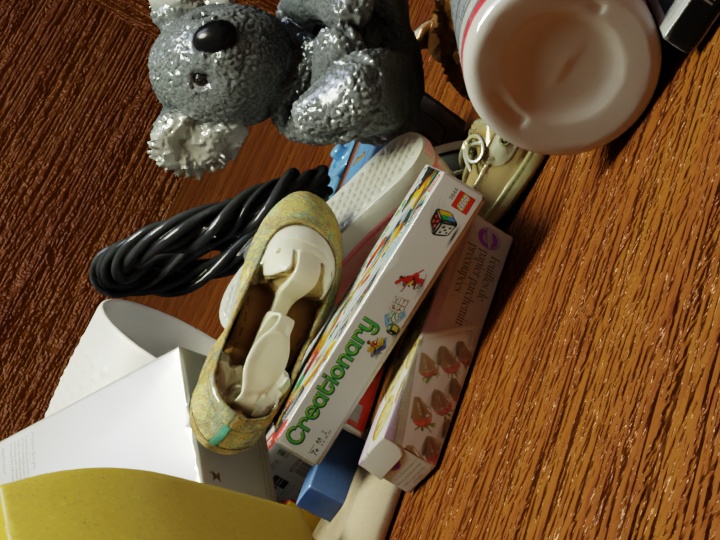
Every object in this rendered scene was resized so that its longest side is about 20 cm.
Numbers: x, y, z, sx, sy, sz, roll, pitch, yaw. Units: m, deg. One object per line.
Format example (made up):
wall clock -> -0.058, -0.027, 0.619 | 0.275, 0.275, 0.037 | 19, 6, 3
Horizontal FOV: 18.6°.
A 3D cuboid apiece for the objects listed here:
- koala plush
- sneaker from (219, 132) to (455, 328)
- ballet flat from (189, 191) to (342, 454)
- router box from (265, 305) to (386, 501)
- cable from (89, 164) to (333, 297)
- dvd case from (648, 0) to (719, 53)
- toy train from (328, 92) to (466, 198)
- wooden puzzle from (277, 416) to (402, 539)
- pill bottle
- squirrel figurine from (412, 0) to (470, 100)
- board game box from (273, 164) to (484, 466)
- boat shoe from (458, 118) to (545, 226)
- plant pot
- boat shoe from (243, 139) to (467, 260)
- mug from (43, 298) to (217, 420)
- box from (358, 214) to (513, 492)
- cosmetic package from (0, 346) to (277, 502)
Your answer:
koala plush -> -0.065, -0.151, 1.607 | 0.184, 0.199, 0.178 | 40, -137, -71
sneaker -> 0.000, 0.000, 1.564 | 0.200, 0.105, 0.075 | -40, 33, 12
ballet flat -> -0.053, 0.028, 1.448 | 0.201, 0.070, 0.071 | -67, 11, -25
router box -> -0.043, 0.105, 1.677 | 0.200, 0.049, 0.180 | -52, 13, 41
cable -> -0.111, -0.023, 1.664 | 0.199, 0.051, 0.163 | -21, -4, -1
dvd case -> 0.224, -0.223, 1.335 | 0.151, 0.025, 0.200 | -57, 11, 18
toy train -> 0.012, -0.057, 1.775 | 0.114, 0.086, 0.201 | -41, 20, 47
wooden puzzle -> -0.038, 0.183, 1.430 | 0.200, 0.046, 0.186 | -49, 14, 48
pill bottle -> 0.116, -0.165, 1.377 | 0.120, 0.119, 0.200 | -56, 17, 22
squirrel figurine -> 0.095, -0.207, 1.642 | 0.187, 0.141, 0.200 | -60, 5, 43
board game box -> 0.009, 0.025, 1.423 | 0.201, 0.035, 0.126 | -58, 5, 2
boat shoe -> 0.105, -0.114, 1.510 | 0.201, 0.063, 0.073 | -60, 9, 1
plant pot -> -0.144, 0.226, 1.258 | 0.195, 0.199, 0.196 | -57, 25, 15
boat shoe -> 0.013, -0.031, 1.634 | 0.199, 0.062, 0.073 | -27, -16, -3
mug -> -0.166, 0.143, 1.655 | 0.176, 0.147, 0.200 | -61, 25, 10
box -> 0.049, 0.049, 1.392 | 0.041, 0.039, 0.201 | -48, 15, 49
cosmetic package -> -0.163, 0.144, 1.520 | 0.199, 0.085, 0.108 | -26, 61, 30
